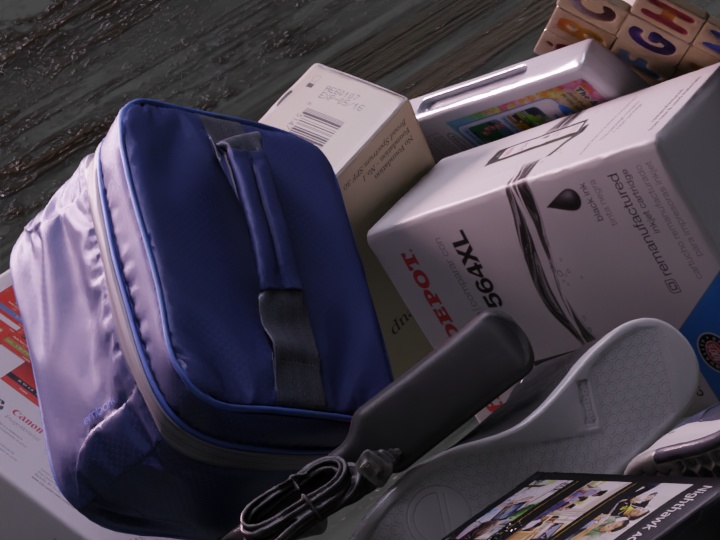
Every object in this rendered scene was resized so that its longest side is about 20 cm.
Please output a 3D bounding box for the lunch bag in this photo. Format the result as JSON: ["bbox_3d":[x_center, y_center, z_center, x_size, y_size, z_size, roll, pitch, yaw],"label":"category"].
[{"bbox_3d":[-0.071,0.014,1.340,0.135,0.201,0.132,9,-39,-37],"label":"lunch bag"}]

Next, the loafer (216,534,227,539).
[{"bbox_3d":[-0.055,0.171,1.247,0.072,0.063,0.200,-27,10,2],"label":"loafer"}]

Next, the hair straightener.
[{"bbox_3d":[-0.009,0.082,1.242,0.200,0.041,0.077,-32,-3,-5],"label":"hair straightener"}]

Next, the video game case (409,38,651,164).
[{"bbox_3d":[0.128,-0.040,1.501,0.182,0.200,0.024,-15,45,51],"label":"video game case"}]

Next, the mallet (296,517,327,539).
[{"bbox_3d":[-0.113,0.165,1.526,0.199,0.041,0.066,-19,10,26],"label":"mallet"}]

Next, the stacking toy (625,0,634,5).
[{"bbox_3d":[0.159,-0.069,1.821,0.200,0.146,0.146,-41,5,17],"label":"stacking toy"}]

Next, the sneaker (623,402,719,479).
[{"bbox_3d":[0.209,0.049,1.125,0.146,0.077,0.202,-35,11,-27],"label":"sneaker"}]

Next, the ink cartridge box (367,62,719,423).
[{"bbox_3d":[0.123,0.000,1.403,0.200,0.146,0.084,-19,18,45],"label":"ink cartridge box"}]

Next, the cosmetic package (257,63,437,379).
[{"bbox_3d":[0.000,0.000,1.516,0.073,0.200,0.104,23,62,39],"label":"cosmetic package"}]

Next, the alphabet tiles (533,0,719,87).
[{"bbox_3d":[0.182,-0.080,1.399,0.006,0.199,0.166,-62,-1,-16],"label":"alphabet tiles"}]

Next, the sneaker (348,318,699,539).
[{"bbox_3d":[0.065,0.101,1.306,0.200,0.071,0.099,-38,-3,-16],"label":"sneaker"}]

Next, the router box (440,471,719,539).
[{"bbox_3d":[0.047,0.149,1.113,0.200,0.051,0.149,-32,13,-26],"label":"router box"}]

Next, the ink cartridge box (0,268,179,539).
[{"bbox_3d":[-0.133,0.092,1.468,0.175,0.200,0.084,-36,-27,-44],"label":"ink cartridge box"}]
